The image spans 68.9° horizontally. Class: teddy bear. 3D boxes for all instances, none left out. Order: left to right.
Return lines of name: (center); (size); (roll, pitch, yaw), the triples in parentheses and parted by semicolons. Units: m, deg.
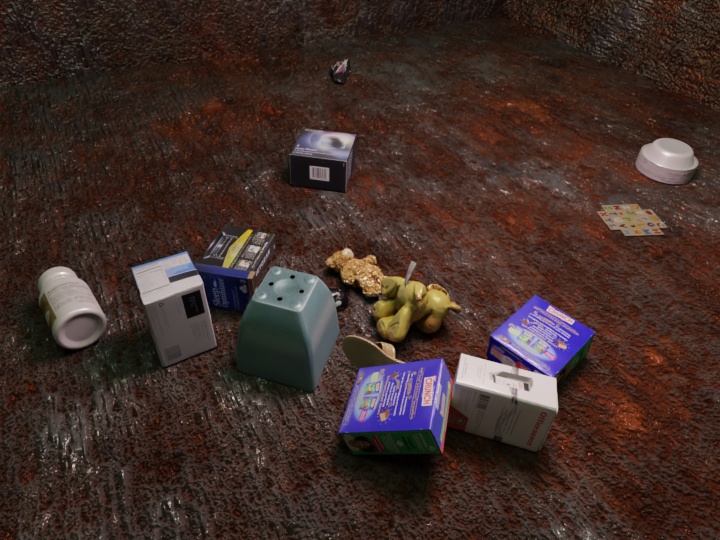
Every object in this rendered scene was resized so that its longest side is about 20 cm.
teddy bear: (0.000, 0.000, 1.417); (0.143, 0.068, 0.200); (-18, 46, -26)

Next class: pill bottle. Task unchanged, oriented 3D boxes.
pill bottle: (-0.689, 0.082, 1.240); (0.113, 0.116, 0.200); (-26, 49, -29)

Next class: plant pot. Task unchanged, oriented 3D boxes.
plant pot: (-0.163, 0.111, 1.179); (0.192, 0.203, 0.197); (12, 42, 11)

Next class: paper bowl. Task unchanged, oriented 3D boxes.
paper bowl: (1.134, -0.412, 1.936); (0.196, 0.106, 0.203); (2, 42, -1)

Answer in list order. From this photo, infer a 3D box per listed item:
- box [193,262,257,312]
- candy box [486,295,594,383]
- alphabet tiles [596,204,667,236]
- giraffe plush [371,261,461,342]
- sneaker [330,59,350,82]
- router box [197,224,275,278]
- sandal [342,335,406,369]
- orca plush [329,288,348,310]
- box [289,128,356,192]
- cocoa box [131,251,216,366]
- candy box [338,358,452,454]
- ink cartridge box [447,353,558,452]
box: (-0.352, 0.042, 1.303); (0.196, 0.123, 0.033); (9, 41, 7)
candy box: (0.422, 0.172, 1.232); (0.198, 0.078, 0.168); (-31, 51, -32)
alphabet tiles: (0.884, -0.166, 1.712); (0.195, 0.006, 0.168); (-2, 41, -7)
giraffe plush: (0.145, 0.087, 1.279); (0.160, 0.202, 0.174); (17, 29, -29)
sneaker: (-0.106, -0.938, 2.482); (0.084, 0.082, 0.201); (0, 32, 14)
router box: (-0.340, -0.038, 1.447); (0.154, 0.053, 0.202); (12, 42, 8)
sandal: (0.060, 0.204, 1.203); (0.209, 0.079, 0.070); (26, 25, 15)
orca plush: (-0.127, 0.053, 1.345); (0.196, 0.072, 0.106); (14, 42, 12)
box: (-0.126, -0.383, 1.803); (0.195, 0.125, 0.200); (8, 40, 4)
cocoa box: (-0.419, 0.086, 1.188); (0.131, 0.203, 0.131); (-20, 45, -24)
candy box: (0.075, 0.272, 1.047); (0.197, 0.078, 0.170); (-13, 34, 29)
ink cartridge box: (0.283, 0.270, 1.070); (0.196, 0.149, 0.083); (14, 40, 10)
